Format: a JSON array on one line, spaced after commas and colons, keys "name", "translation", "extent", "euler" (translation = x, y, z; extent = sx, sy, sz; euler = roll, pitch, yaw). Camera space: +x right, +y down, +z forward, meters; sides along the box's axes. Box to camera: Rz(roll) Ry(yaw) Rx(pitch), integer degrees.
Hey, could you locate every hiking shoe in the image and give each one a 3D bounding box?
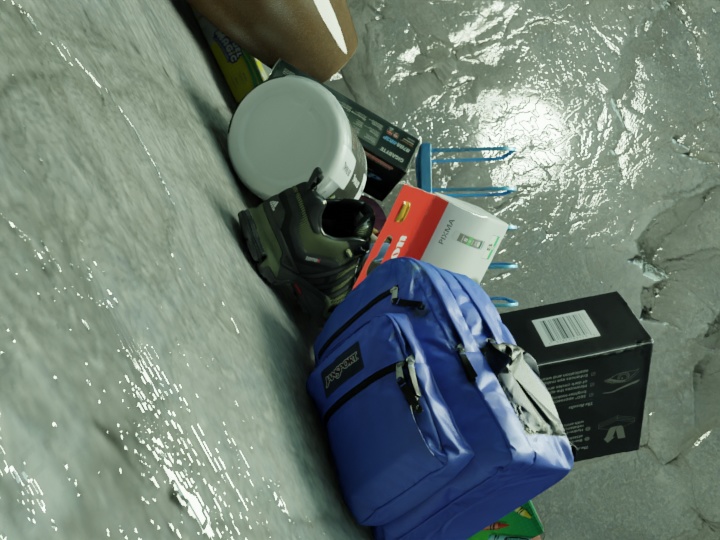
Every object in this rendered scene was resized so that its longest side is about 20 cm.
[{"name": "hiking shoe", "translation": [-0.019, -0.010, 0.694], "extent": [0.200, 0.100, 0.077], "euler": [42, 21, -54]}]

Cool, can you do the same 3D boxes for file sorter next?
[{"name": "file sorter", "translation": [0.133, -0.052, 0.996], "extent": [0.139, 0.120, 0.205], "euler": [-36, 125, -87]}]

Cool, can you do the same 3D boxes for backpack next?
[{"name": "backpack", "translation": [0.047, 0.090, 0.613], "extent": [0.167, 0.162, 0.202], "euler": [23, 38, -46]}]

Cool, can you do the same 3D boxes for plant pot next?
[{"name": "plant pot", "translation": [-0.095, -0.327, 0.937], "extent": [0.200, 0.186, 0.188], "euler": [47, 12, -31]}]

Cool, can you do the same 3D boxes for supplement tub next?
[{"name": "supplement tub", "translation": [-0.058, -0.117, 0.826], "extent": [0.124, 0.121, 0.200], "euler": [64, 5, 8]}]

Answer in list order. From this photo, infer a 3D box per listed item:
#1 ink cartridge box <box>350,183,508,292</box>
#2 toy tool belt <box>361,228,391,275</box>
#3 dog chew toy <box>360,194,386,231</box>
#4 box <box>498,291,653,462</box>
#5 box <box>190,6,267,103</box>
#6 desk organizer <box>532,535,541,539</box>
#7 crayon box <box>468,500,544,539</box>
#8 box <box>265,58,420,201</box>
[{"name": "ink cartridge box", "translation": [0.062, 0.010, 0.749], "extent": [0.050, 0.163, 0.199], "euler": [30, 11, 23]}, {"name": "toy tool belt", "translation": [0.000, 0.000, 0.866], "extent": [0.123, 0.197, 0.127], "euler": [34, -66, 53]}, {"name": "dog chew toy", "translation": [-0.008, -0.044, 1.061], "extent": [0.201, 0.124, 0.125], "euler": [56, 1, 27]}, {"name": "box", "translation": [0.276, 0.156, 1.070], "extent": [0.118, 0.192, 0.203], "euler": [-105, -174, -56]}, {"name": "box", "translation": [-0.177, -0.312, 1.039], "extent": [0.203, 0.048, 0.117], "euler": [62, 5, 0]}, {"name": "desk organizer", "translation": [0.161, 0.318, 0.895], "extent": [0.076, 0.072, 0.201], "euler": [30, 27, -23]}, {"name": "crayon box", "translation": [0.099, 0.210, 0.814], "extent": [0.059, 0.117, 0.201], "euler": [60, 6, -25]}, {"name": "box", "translation": [-0.033, -0.170, 0.987], "extent": [0.198, 0.047, 0.159], "euler": [29, -12, -5]}]
